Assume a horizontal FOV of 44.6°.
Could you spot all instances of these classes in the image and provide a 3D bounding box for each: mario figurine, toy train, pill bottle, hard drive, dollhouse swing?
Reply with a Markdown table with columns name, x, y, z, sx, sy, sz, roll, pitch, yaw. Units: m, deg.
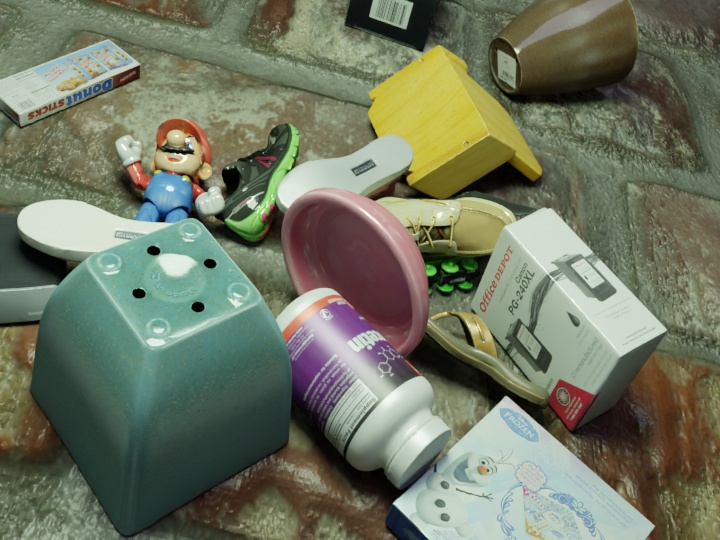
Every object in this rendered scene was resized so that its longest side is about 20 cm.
| name | x | y | z | sx | sy | sz | roll | pitch | yaw |
| --- | --- | --- | --- | --- | --- | --- | --- | --- | --- |
| mario figurine | -0.227 | -0.110 | 1.032 | 0.123 | 0.105 | 0.203 | 33 | 44 | -31 |
| toy train | 0.056 | 0.003 | 1.070 | 0.196 | 0.042 | 0.057 | -7 | 39 | -25 |
| pill bottle | -0.003 | 0.119 | 0.886 | 0.112 | 0.114 | 0.200 | -29 | 61 | -37 |
| hard drive | -0.411 | -0.006 | 0.922 | 0.195 | 0.043 | 0.137 | 0 | 48 | -18 |
| dollhouse swing | 0.139 | -0.187 | 1.282 | 0.180 | 0.176 | 0.202 | -31 | 52 | 11 |

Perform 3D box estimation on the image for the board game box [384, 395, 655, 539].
| name | x | y | z | sx | sy | sz | roll | pitch | yaw |
| --- | --- | --- | --- | --- | --- | --- | --- | --- | --- |
| board game box | 0.159 | 0.250 | 0.863 | 0.199 | 0.044 | 0.198 | 41 | 49 | 21 |

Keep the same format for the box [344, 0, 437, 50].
| name | x | y | z | sx | sy | sz | roll | pitch | yaw |
| --- | --- | --- | --- | --- | --- | --- | --- | --- | --- |
| box | 0.070 | -0.488 | 1.495 | 0.145 | 0.106 | 0.202 | 19 | 44 | 1 |

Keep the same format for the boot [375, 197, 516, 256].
| name | x | y | z | sx | sy | sz | roll | pitch | yaw |
| --- | --- | --- | --- | --- | --- | --- | --- | --- | --- |
| boot | 0.071 | -0.042 | 1.019 | 0.196 | 0.075 | 0.155 | 9 | 16 | 23 |

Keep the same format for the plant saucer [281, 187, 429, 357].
| name | x | y | z | sx | sy | sz | roll | pitch | yaw |
| --- | --- | --- | --- | --- | --- | --- | --- | --- | --- |
| plant saucer | 0.000 | 0.000 | 0.936 | 0.200 | 0.203 | 0.051 | 39 | 52 | 20 |

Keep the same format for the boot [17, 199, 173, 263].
| name | x | y | z | sx | sy | sz | roll | pitch | yaw |
| --- | --- | --- | --- | --- | --- | --- | --- | --- | --- |
| boot | -0.266 | -0.010 | 0.942 | 0.195 | 0.091 | 0.074 | 13 | 46 | -3 |

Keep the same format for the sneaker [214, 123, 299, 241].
| name | x | y | z | sx | sy | sz | roll | pitch | yaw |
| --- | --- | --- | --- | --- | --- | --- | --- | --- | --- |
| sneaker | -0.129 | -0.126 | 1.105 | 0.082 | 0.077 | 0.202 | 21 | 43 | -3 |

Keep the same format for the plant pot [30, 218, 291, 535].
| name | x | y | z | sx | sy | sz | roll | pitch | yaw |
| --- | --- | --- | --- | --- | --- | --- | --- | --- | --- |
| plant pot | -0.178 | 0.075 | 0.810 | 0.194 | 0.202 | 0.196 | -25 | 59 | -35 |

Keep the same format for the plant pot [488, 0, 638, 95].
| name | x | y | z | sx | sy | sz | roll | pitch | yaw |
| --- | --- | --- | --- | --- | --- | --- | --- | --- | --- |
| plant pot | 0.313 | -0.362 | 1.423 | 0.197 | 0.189 | 0.188 | -25 | 57 | -18 |

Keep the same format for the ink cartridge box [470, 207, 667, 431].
| name | x | y | z | sx | sy | sz | roll | pitch | yaw |
| --- | --- | --- | --- | --- | --- | --- | --- | --- | --- |
| ink cartridge box | 0.227 | 0.053 | 1.001 | 0.082 | 0.147 | 0.201 | -20 | 56 | -29 |

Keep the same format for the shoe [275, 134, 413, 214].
| name | x | y | z | sx | sy | sz | roll | pitch | yaw |
| --- | --- | --- | --- | --- | --- | --- | --- | --- | --- |
| shoe | -0.024 | -0.098 | 1.106 | 0.198 | 0.091 | 0.072 | -27 | 71 | -27 |

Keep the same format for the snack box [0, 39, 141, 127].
| name | x | y | z | sx | sy | sz | roll | pitch | yaw |
| --- | --- | --- | --- | --- | --- | --- | --- | --- | --- |
| snack box | -0.393 | -0.255 | 1.178 | 0.071 | 0.025 | 0.199 | 37 | 47 | 18 |

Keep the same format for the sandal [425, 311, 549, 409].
| name | x | y | z | sx | sy | sz | roll | pitch | yaw |
| --- | --- | --- | --- | --- | --- | --- | --- | --- | --- |
| sandal | 0.132 | 0.083 | 0.983 | 0.198 | 0.080 | 0.055 | 33 | 86 | 8 |

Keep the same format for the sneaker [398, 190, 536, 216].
| name | x | y | z | sx | sy | sz | roll | pitch | yaw |
| --- | --- | --- | --- | --- | --- | --- | --- | --- | --- |
| sneaker | 0.128 | -0.068 | 1.147 | 0.195 | 0.061 | 0.104 | 8 | 22 | 12 |
